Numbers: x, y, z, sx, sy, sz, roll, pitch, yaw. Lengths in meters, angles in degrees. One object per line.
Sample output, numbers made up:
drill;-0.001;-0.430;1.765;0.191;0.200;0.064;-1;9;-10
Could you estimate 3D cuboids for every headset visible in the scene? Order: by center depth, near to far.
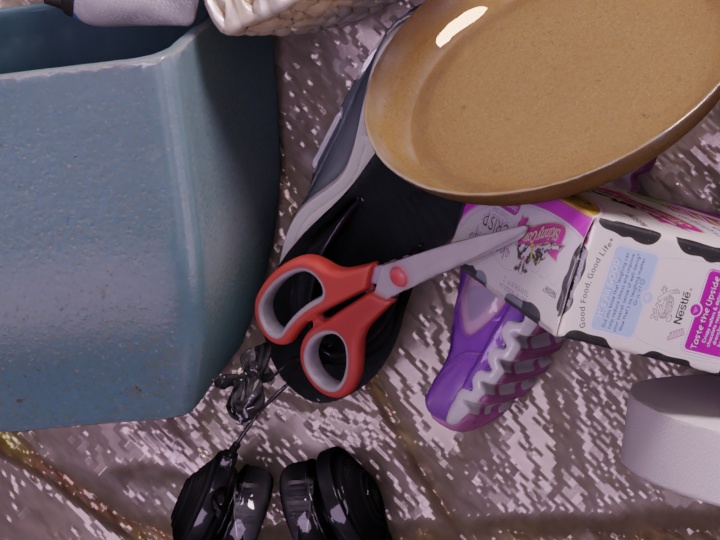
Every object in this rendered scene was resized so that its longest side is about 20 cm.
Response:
headset;-0.047;0.135;1.307;0.123;0.094;0.201;-2;113;5

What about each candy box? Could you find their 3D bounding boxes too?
candy box;0.159;0.006;1.187;0.199;0.136;0.061;13;101;-24

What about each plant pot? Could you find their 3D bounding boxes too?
plant pot;0.098;-0.097;1.163;0.199;0.201;0.028;-18;128;15
plant pot;-0.144;-0.029;1.287;0.195;0.196;0.201;-6;107;15

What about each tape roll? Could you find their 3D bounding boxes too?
tape roll;0.227;0.088;1.191;0.201;0.203;0.037;8;97;14

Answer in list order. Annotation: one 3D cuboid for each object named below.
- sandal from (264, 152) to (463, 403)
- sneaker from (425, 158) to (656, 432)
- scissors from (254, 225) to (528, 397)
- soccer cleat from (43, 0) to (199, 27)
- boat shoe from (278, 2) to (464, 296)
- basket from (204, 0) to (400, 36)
sandal;-0.001;-0.001;1.268;0.075;0.048;0.201;30;127;0
sneaker;0.079;-0.014;1.287;0.088;0.080;0.201;29;97;17
scissors;0.009;0.000;1.204;0.073;0.014;0.200;56;140;8
soccer cleat;-0.116;-0.168;1.271;0.086;0.200;0.070;11;114;-8
boat shoe;0.011;-0.053;1.305;0.072;0.062;0.201;20;119;-5
basket;-0.013;-0.197;1.230;0.123;0.200;0.136;-28;88;22
